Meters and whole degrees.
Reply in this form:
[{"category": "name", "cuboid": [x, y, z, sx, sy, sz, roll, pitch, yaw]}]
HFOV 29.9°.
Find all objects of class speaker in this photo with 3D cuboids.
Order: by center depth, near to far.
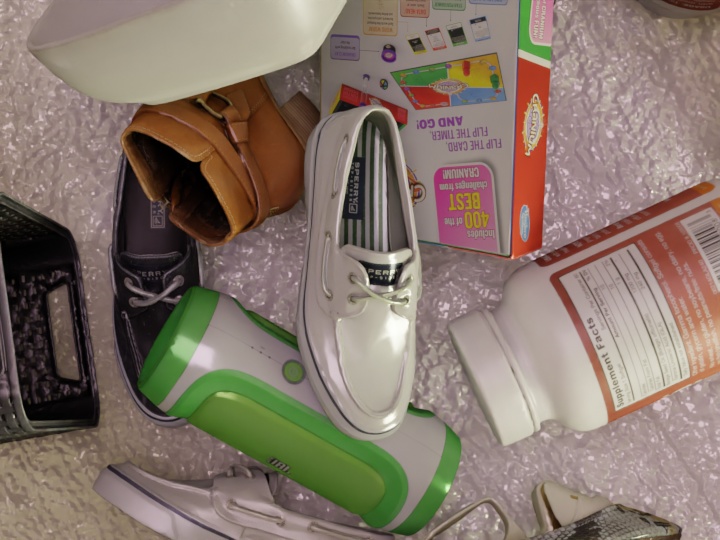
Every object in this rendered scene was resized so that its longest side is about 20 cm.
[{"category": "speaker", "cuboid": [-0.038, 0.090, 0.853, 0.199, 0.088, 0.089, 30, 86, -12]}]

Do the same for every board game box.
[{"category": "board game box", "cuboid": [0.043, -0.118, 0.839, 0.152, 0.040, 0.202, 12, 107, 35]}]

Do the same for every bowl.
[{"category": "bowl", "cuboid": [-0.074, -0.174, 0.785, 0.199, 0.200, 0.075, -12, 128, 32]}]

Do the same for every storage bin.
[{"category": "storage bin", "cuboid": [-0.232, 0.038, 0.827, 0.093, 0.200, 0.136, -9, 84, 1]}]

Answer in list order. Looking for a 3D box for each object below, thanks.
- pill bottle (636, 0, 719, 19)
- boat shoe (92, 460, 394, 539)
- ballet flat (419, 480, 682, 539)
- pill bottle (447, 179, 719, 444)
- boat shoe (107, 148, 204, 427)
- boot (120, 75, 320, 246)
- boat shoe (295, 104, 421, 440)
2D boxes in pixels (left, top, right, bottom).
[{"category": "pill bottle", "cuboid": [0.219, -0.227, 0.841, 0.111, 0.200, 0.113, 0, 84, 1]}, {"category": "boat shoe", "cuboid": [-0.073, 0.159, 0.877, 0.199, 0.072, 0.066, 23, 81, 3]}, {"category": "ballet flat", "cuboid": [0.108, 0.172, 0.863, 0.199, 0.072, 0.073, -14, 84, -11]}, {"category": "pill bottle", "cuboid": [0.162, 0.031, 0.854, 0.199, 0.112, 0.113, -24, 84, 0]}, {"category": "boat shoe", "cuboid": [-0.133, 0.003, 0.894, 0.071, 0.068, 0.202, -1, 84, 2]}, {"category": "boot", "cuboid": [-0.119, -0.107, 0.859, 0.200, 0.155, 0.077, 48, 124, -4]}, {"category": "boat shoe", "cuboid": [0.000, 0.000, 0.802, 0.073, 0.067, 0.202, -6, 84, -24]}]
